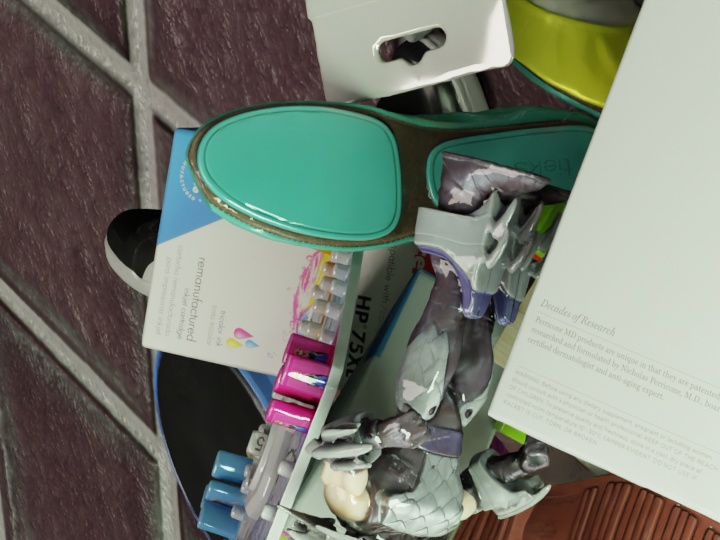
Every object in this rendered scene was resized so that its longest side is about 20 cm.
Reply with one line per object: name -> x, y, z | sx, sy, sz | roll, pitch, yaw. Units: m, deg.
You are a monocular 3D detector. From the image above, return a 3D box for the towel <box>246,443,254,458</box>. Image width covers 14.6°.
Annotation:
towel -> 0.038, 0.154, 1.517 | 0.200, 0.148, 0.037 | 52, 137, 29

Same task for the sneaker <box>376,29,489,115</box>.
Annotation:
sneaker -> 0.009, -0.022, 1.474 | 0.073, 0.112, 0.200 | 39, 142, 43

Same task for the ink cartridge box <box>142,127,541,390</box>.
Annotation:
ink cartridge box -> 0.000, 0.000, 1.410 | 0.200, 0.067, 0.116 | 11, 96, 20

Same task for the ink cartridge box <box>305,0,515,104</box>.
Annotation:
ink cartridge box -> 0.031, -0.179, 1.272 | 0.117, 0.067, 0.200 | -11, 84, 38

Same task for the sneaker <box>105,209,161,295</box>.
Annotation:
sneaker -> -0.083, -0.035, 1.676 | 0.200, 0.073, 0.112 | 22, 126, 45

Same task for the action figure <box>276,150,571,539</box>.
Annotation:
action figure -> 0.033, 0.054, 1.165 | 0.069, 0.130, 0.200 | 15, 90, 31

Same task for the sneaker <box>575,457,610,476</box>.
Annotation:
sneaker -> 0.155, 0.063, 1.292 | 0.200, 0.078, 0.082 | 23, 153, 45

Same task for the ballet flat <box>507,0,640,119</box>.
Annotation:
ballet flat -> 0.081, -0.137, 1.315 | 0.200, 0.067, 0.067 | 42, 130, 43

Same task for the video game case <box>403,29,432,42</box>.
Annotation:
video game case -> -0.046, -0.227, 1.437 | 0.182, 0.022, 0.200 | 42, 165, 47

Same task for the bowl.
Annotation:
bowl -> -0.071, 0.117, 1.809 | 0.201, 0.039, 0.201 | 41, 143, 41

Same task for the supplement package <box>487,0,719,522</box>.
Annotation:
supplement package -> 0.158, -0.009, 1.074 | 0.120, 0.121, 0.200 | 23, 95, 38

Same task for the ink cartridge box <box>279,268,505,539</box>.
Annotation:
ink cartridge box -> 0.003, 0.107, 1.334 | 0.068, 0.115, 0.200 | 29, 140, -2

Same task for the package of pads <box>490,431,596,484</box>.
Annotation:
package of pads -> 0.108, 0.134, 1.445 | 0.200, 0.076, 0.121 | 50, 148, 31

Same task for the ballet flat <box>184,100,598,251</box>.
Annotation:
ballet flat -> 0.017, -0.041, 1.271 | 0.070, 0.200, 0.067 | 157, 112, -78

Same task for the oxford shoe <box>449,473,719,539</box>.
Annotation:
oxford shoe -> 0.122, 0.136, 1.312 | 0.075, 0.071, 0.200 | 31, 168, -38

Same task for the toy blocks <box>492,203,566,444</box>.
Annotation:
toy blocks -> 0.149, 0.007, 1.202 | 0.100, 0.200, 0.137 | 31, 180, -41

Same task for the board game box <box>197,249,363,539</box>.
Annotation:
board game box -> -0.044, 0.080, 1.290 | 0.200, 0.026, 0.200 | -80, 11, -64
